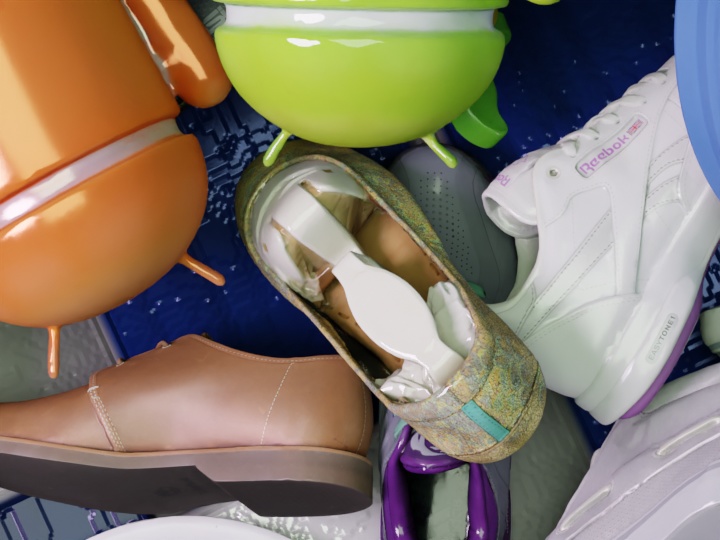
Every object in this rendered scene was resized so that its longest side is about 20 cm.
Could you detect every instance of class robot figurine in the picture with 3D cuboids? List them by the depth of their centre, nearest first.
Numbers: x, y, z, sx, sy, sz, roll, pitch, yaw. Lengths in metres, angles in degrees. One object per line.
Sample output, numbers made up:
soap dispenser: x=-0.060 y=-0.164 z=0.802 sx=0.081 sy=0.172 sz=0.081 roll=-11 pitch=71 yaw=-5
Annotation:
robot figurine: x=0.000 y=-0.139 z=1.118 sx=0.175 sy=0.116 sz=0.201 roll=2 pitch=97 yaw=15
robot figurine: x=-0.136 y=-0.063 z=1.135 sx=0.116 sy=0.144 sz=0.200 roll=-29 pitch=91 yaw=34

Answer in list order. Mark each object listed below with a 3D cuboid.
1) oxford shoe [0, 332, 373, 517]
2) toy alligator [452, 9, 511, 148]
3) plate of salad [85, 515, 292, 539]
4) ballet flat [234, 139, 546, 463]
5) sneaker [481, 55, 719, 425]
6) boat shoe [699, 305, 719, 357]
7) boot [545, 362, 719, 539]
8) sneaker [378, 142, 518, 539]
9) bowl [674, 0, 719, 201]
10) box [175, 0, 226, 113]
oxford shoe: x=-0.089 y=0.062 z=1.205 sx=0.199 sy=0.071 sz=0.072 roll=0 pitch=71 yaw=13
toy alligator: x=0.008 y=-0.140 z=1.216 sx=0.054 sy=0.059 sz=0.200 roll=-34 pitch=84 yaw=-41
plate of salad: x=-0.072 y=0.204 z=1.211 sx=0.199 sy=0.048 sz=0.201 roll=0 pitch=89 yaw=2
ballet flat: x=0.000 y=0.000 z=1.155 sx=0.071 sy=0.071 sz=0.200 roll=-43 pitch=52 yaw=1
sneaker: x=0.110 y=-0.043 z=1.180 sx=0.099 sy=0.075 sz=0.200 roll=25 pitch=76 yaw=-2
boat shoe: x=0.242 y=0.033 z=1.191 sx=0.200 sy=0.070 sz=0.072 roll=-5 pitch=85 yaw=0
boot: x=0.108 y=0.119 z=1.197 sx=0.073 sy=0.096 sz=0.200 roll=36 pitch=123 yaw=-22
sneaker: x=0.038 y=0.046 z=1.189 sx=0.074 sy=0.088 sz=0.201 roll=-4 pitch=89 yaw=2
bowl: x=0.193 y=-0.102 z=1.148 sx=0.039 sy=0.200 sz=0.201 roll=10 pitch=89 yaw=42
box: x=-0.151 y=-0.107 z=1.219 sx=0.200 sy=0.051 sz=0.158 roll=-39 pitch=87 yaw=1
